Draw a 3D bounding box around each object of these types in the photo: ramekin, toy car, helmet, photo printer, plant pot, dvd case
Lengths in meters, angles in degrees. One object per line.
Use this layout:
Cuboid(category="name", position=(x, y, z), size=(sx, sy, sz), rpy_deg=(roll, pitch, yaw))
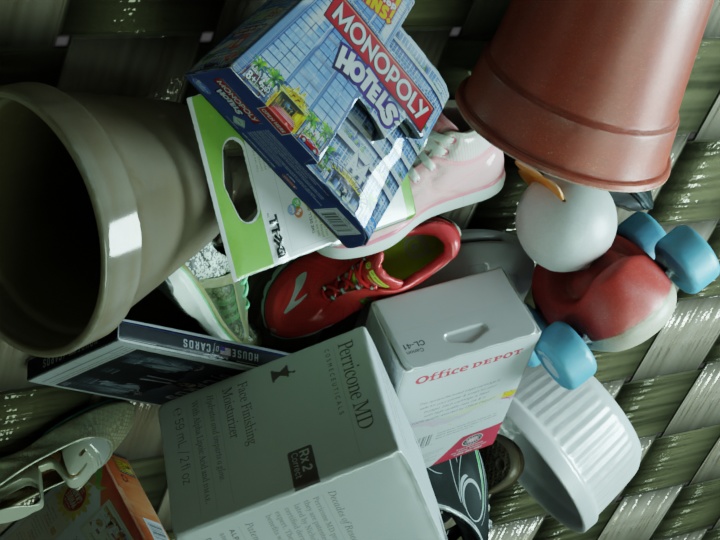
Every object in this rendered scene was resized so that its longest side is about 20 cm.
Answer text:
Cuboid(category="ramekin", position=(0.215, 0.176, 1.905), size=(0.105, 0.200, 0.201), rpy_deg=(-38, 146, -11))
Cuboid(category="toy car", position=(0.198, -0.029, 1.646), size=(0.184, 0.177, 0.201), rpy_deg=(-36, 108, -8))
Cuboid(category="helmet", position=(0.041, 0.225, 1.819), size=(0.198, 0.191, 0.201), rpy_deg=(-5, 131, -5))
Cuboid(category="photo printer", position=(0.077, 0.044, 1.742), size=(0.165, 0.070, 0.201), rpy_deg=(-6, 135, -34))
Cuboid(category="plant pot", position=(-0.197, -0.056, 1.328), size=(0.173, 0.200, 0.201), rpy_deg=(-23, 147, -47))
Cuboid(category="plant pot", position=(0.203, -0.202, 1.475), size=(0.200, 0.201, 0.196), rpy_deg=(-4, 127, -36))
Cuboid(category="dvd case", position=(-0.170, 0.087, 1.544), size=(0.199, 0.025, 0.150), rpy_deg=(15, 154, -38))

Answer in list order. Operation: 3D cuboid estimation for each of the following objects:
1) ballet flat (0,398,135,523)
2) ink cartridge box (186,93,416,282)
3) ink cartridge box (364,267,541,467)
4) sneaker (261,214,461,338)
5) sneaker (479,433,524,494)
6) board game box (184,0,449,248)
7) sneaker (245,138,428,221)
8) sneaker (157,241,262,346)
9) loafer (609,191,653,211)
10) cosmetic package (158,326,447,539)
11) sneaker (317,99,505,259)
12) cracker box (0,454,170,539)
Cuboid(category="ballet flat", position=(-0.288, 0.188, 1.614), size=(0.199, 0.062, 0.068), rpy_deg=(-27, 144, -13))
Cuboid(category="ink cartridge box", position=(-0.062, -0.087, 1.376), size=(0.199, 0.075, 0.149), rpy_deg=(-21, 102, -40))
Cuboid(category="ink cartridge box", position=(0.070, 0.102, 1.652), size=(0.147, 0.086, 0.201), rpy_deg=(-15, 146, -23))
Cuboid(category="sneaker", position=(0.000, 0.000, 1.592), size=(0.199, 0.077, 0.085), rpy_deg=(-27, -172, -6))
Cuboid(category="sneaker", position=(0.136, 0.213, 1.931), size=(0.075, 0.071, 0.200), rpy_deg=(-2, 170, -29))
Cuboid(category="board game box", position=(-0.007, -0.157, 1.336), size=(0.200, 0.061, 0.201), rpy_deg=(46, 61, -31))
Cuboid(category="sneaker", position=(-0.036, -0.092, 1.509), size=(0.200, 0.075, 0.087), rpy_deg=(-44, 133, 0))
Cuboid(category="sneaker", position=(-0.121, 0.010, 1.549), size=(0.089, 0.077, 0.200), rpy_deg=(-47, 149, -5))
Cuboid(category="loafer", position=(0.224, -0.103, 1.709), size=(0.072, 0.073, 0.200), rpy_deg=(-25, 146, 24))
Cuboid(category="cosmetic package", position=(-0.047, 0.186, 1.497), size=(0.199, 0.165, 0.166), rpy_deg=(-22, 129, 4))
Cuboid(category="sneaker", position=(0.039, -0.091, 1.557), size=(0.199, 0.075, 0.105), rpy_deg=(-24, 138, -18))
Cuboid(category="cracker box", position=(-0.280, 0.287, 1.673), size=(0.200, 0.134, 0.058), rpy_deg=(-42, 145, 10))
